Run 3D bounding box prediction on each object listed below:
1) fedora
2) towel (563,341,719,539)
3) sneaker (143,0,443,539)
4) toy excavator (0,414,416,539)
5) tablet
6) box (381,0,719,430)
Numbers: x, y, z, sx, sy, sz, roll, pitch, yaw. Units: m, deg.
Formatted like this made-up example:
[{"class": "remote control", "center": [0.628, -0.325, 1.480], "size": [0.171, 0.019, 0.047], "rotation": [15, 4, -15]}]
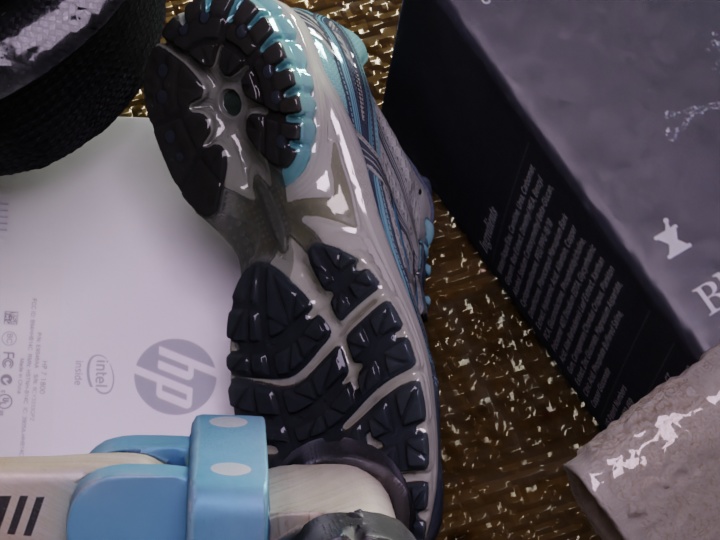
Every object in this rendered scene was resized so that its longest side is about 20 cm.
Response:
[{"class": "fedora", "center": [-0.124, -0.103, 0.903], "size": [0.200, 0.092, 0.201], "rotation": [-12, 48, 13]}, {"class": "towel", "center": [0.152, 0.079, 0.811], "size": [0.133, 0.200, 0.034], "rotation": [-41, 38, -9]}, {"class": "sneaker", "center": [0.000, 0.000, 0.889], "size": [0.086, 0.078, 0.200], "rotation": [-7, 80, -54]}, {"class": "toy excavator", "center": [-0.079, 0.083, 0.786], "size": [0.200, 0.100, 0.195], "rotation": [0, 104, -4]}, {"class": "tablet", "center": [-0.084, 0.038, 0.899], "size": [0.130, 0.014, 0.200], "rotation": [2, 67, -5]}, {"class": "box", "center": [0.143, -0.048, 0.901], "size": [0.197, 0.117, 0.200], "rotation": [-29, 71, -16]}]
